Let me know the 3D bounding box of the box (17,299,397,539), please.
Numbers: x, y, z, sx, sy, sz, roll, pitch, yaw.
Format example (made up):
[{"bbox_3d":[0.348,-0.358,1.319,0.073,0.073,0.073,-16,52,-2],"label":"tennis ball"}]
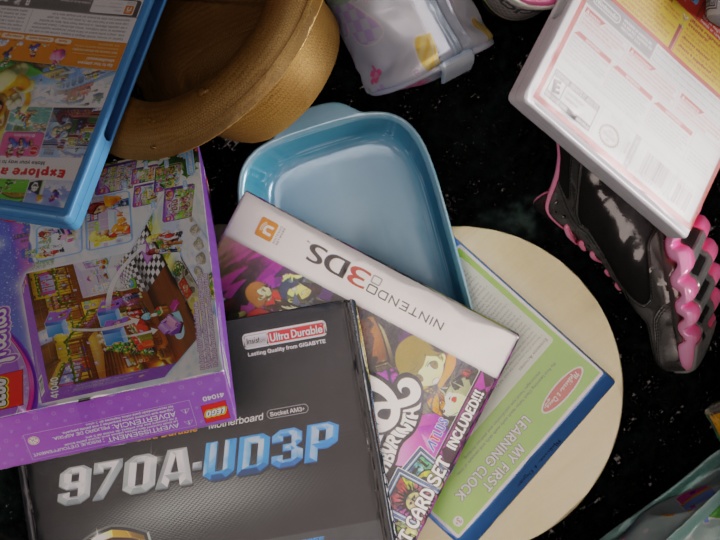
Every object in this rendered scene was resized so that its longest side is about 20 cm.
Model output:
[{"bbox_3d":[-0.086,0.110,1.053,0.199,0.046,0.160,-9,86,4],"label":"box"}]

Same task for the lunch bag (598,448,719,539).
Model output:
[{"bbox_3d":[0.231,0.206,1.140,0.200,0.122,0.171,-38,93,-2],"label":"lunch bag"}]

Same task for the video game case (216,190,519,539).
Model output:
[{"bbox_3d":[-0.032,0.084,1.093,0.181,0.036,0.201,28,89,4],"label":"video game case"}]

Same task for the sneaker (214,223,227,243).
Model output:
[{"bbox_3d":[-0.073,0.073,1.150,0.076,0.081,0.201,-7,97,5],"label":"sneaker"}]

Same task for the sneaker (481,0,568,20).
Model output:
[{"bbox_3d":[0.087,-0.234,1.103,0.073,0.087,0.201,-1,76,-13],"label":"sneaker"}]

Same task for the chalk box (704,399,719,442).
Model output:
[{"bbox_3d":[0.323,0.083,1.089,0.199,0.125,0.125,-25,87,-33],"label":"chalk box"}]

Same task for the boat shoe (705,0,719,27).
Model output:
[{"bbox_3d":[0.293,-0.136,1.059,0.199,0.069,0.057,19,89,-3],"label":"boat shoe"}]

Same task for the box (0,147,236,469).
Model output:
[{"bbox_3d":[-0.144,0.015,1.037,0.136,0.201,0.039,-11,130,0],"label":"box"}]

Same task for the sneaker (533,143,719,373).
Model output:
[{"bbox_3d":[0.154,-0.032,1.139,0.095,0.079,0.201,-13,97,24],"label":"sneaker"}]

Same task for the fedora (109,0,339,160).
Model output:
[{"bbox_3d":[-0.074,-0.132,1.092,0.201,0.201,0.082,-49,130,8],"label":"fedora"}]

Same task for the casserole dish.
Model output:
[{"bbox_3d":[0.000,0.000,1.136,0.120,0.039,0.201,-16,86,6],"label":"casserole dish"}]

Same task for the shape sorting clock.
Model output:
[{"bbox_3d":[0.061,0.074,1.164,0.199,0.039,0.201,0,88,7],"label":"shape sorting clock"}]

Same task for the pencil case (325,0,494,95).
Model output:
[{"bbox_3d":[0.008,-0.203,1.101,0.083,0.091,0.201,-28,101,-34],"label":"pencil case"}]

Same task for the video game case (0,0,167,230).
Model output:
[{"bbox_3d":[-0.187,-0.124,1.083,0.142,0.018,0.201,9,69,25],"label":"video game case"}]

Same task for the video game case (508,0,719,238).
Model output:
[{"bbox_3d":[0.176,-0.140,1.073,0.143,0.017,0.201,36,73,-29],"label":"video game case"}]
